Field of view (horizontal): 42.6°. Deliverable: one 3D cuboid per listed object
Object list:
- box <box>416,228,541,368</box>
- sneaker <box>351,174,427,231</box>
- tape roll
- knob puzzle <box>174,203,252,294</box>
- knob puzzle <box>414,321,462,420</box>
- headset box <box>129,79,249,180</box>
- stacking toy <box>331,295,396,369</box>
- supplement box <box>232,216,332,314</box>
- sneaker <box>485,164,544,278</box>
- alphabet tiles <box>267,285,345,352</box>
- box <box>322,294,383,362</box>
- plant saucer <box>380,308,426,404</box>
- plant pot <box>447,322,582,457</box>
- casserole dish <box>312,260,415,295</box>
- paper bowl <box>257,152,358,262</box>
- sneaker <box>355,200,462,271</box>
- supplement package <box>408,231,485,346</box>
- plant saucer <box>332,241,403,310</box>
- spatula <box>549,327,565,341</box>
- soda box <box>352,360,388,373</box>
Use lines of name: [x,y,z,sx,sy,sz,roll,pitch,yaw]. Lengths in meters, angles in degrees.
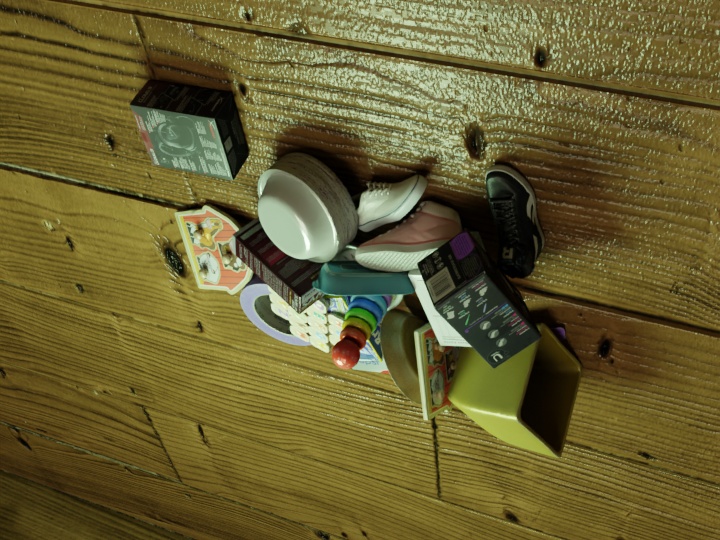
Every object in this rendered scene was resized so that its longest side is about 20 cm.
box: [0.199,0.049,1.549,0.105,0.123,0.200,-35,128,15]
sneaker: [0.038,-0.125,1.633,0.070,0.074,0.199,37,144,-20]
tape roll: [-0.154,0.066,1.986,0.197,0.086,0.202,18,143,14]
knob puzzle: [-0.297,-0.039,1.924,0.217,0.030,0.223,17,123,29]
knob puzzle: [0.174,0.185,1.847,0.030,0.222,0.221,-2,136,32]
headset box: [-0.319,-0.258,1.692,0.197,0.078,0.150,12,142,21]
stacking toy: [0.000,0.102,1.745,0.084,0.202,0.086,16,145,12]
supplement box: [-0.146,-0.020,1.792,0.200,0.108,0.061,41,149,23]
sneaker: [0.252,-0.068,1.535,0.072,0.113,0.201,-4,135,34]
alphabet tiles: [-0.106,0.096,1.875,0.193,0.015,0.201,27,150,16]
box: [-0.012,0.099,1.868,0.069,0.065,0.201,-1,137,33]
plant saucer: [0.113,0.167,1.853,0.035,0.202,0.200,-25,122,31]
plant pot: [0.287,0.227,1.800,0.198,0.197,0.195,1,151,40]
casserole dish: [0.010,0.011,1.692,0.196,0.121,0.040,-1,105,-9]
paper bowl: [-0.109,-0.104,1.684,0.199,0.104,0.202,33,147,24]
sneaker: [0.089,-0.063,1.641,0.197,0.106,0.076,-7,151,13]
supplement package: [0.182,0.037,1.713,0.112,0.110,0.201,2,138,29]
plant saucer: [0.000,0.000,1.834,0.197,0.051,0.202,18,144,13]
spatula: [0.302,0.115,1.811,0.197,0.021,0.057,10,149,24]
soda box: [0.065,0.180,2.006,0.197,0.064,0.069,3,139,30]
